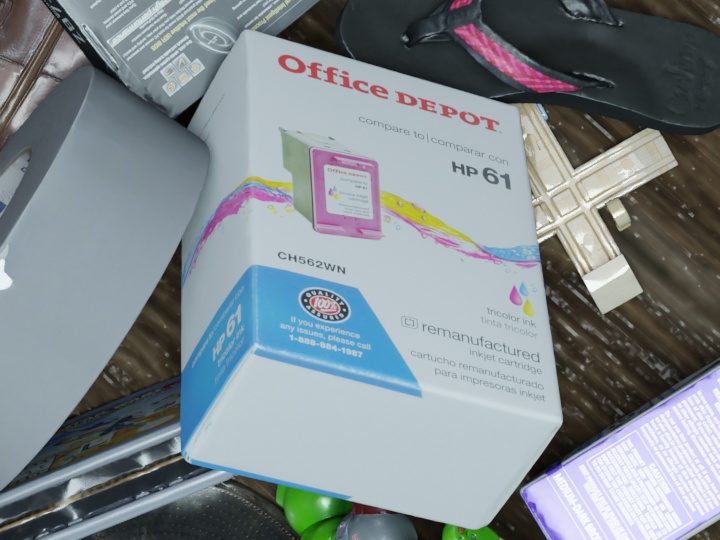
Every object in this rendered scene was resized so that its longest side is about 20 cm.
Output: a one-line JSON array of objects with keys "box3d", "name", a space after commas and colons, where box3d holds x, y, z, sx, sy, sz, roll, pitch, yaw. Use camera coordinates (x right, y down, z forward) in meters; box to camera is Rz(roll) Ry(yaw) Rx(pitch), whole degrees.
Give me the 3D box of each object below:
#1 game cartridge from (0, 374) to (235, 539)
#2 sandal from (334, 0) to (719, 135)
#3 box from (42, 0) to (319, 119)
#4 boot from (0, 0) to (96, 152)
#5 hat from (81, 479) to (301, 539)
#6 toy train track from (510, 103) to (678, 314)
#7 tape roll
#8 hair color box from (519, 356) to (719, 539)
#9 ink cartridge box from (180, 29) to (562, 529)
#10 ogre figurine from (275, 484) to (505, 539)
[{"box3d": [-0.116, 0.089, 1.104, 0.200, 0.133, 0.042, -22, 102, 3], "name": "game cartridge"}, {"box3d": [0.088, -0.112, 1.115, 0.200, 0.045, 0.075, 9, 71, -6], "name": "sandal"}, {"box3d": [-0.072, -0.190, 1.114, 0.200, 0.044, 0.160, -41, 102, -9], "name": "box"}, {"box3d": [-0.175, -0.147, 1.152, 0.186, 0.064, 0.200, 25, 94, -8], "name": "boot"}, {"box3d": [-0.107, 0.191, 1.128, 0.200, 0.081, 0.201, 0, 87, 5], "name": "hat"}, {"box3d": [0.078, -0.071, 1.141, 0.115, 0.033, 0.200, -30, 85, 4], "name": "toy train track"}, {"box3d": [-0.151, 0.007, 1.046, 0.066, 0.200, 0.200, 35, 92, -16], "name": "tape roll"}, {"box3d": [0.174, 0.073, 1.090, 0.200, 0.109, 0.065, -31, 84, 3], "name": "hair color box"}, {"box3d": [0.000, 0.000, 1.042, 0.144, 0.200, 0.085, 15, 132, -19], "name": "ink cartridge box"}, {"box3d": [0.014, 0.129, 1.095, 0.120, 0.098, 0.200, -40, 74, 38], "name": "ogre figurine"}]
